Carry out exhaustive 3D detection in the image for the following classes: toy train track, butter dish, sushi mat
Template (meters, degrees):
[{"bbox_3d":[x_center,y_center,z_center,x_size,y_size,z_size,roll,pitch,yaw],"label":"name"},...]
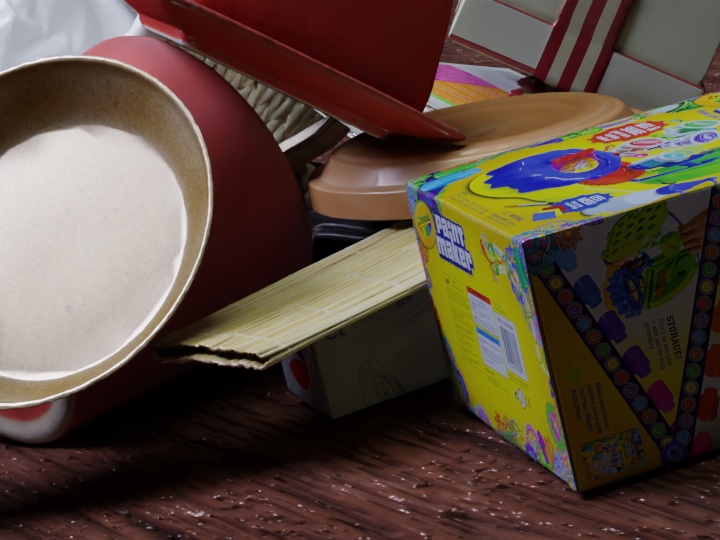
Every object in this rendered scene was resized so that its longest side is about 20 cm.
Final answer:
[{"bbox_3d":[-0.031,-0.037,1.729,0.114,0.033,0.200,-30,-32,23],"label":"toy train track"},{"bbox_3d":[-0.026,-0.171,1.587,0.199,0.148,0.199,24,2,-17],"label":"butter dish"},{"bbox_3d":[-0.005,0.008,1.462,0.200,0.012,0.096,-26,18,-36],"label":"sushi mat"}]

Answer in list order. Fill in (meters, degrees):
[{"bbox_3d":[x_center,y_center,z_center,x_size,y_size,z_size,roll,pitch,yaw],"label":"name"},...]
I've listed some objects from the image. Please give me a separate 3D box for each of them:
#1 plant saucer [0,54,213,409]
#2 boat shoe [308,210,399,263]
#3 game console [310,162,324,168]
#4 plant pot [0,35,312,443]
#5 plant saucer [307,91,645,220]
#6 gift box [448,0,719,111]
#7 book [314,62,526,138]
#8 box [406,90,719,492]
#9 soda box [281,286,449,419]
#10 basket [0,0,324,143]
[{"bbox_3d":[-0.162,-0.015,1.478,0.199,0.201,0.035,-11,-27,17],"label":"plant saucer"},{"bbox_3d":[0.000,0.000,1.655,0.199,0.067,0.057,-3,12,30],"label":"boat shoe"},{"bbox_3d":[-0.069,-0.010,1.887,0.200,0.116,0.176,0,49,50],"label":"game console"},{"bbox_3d":[-0.156,-0.008,1.615,0.200,0.201,0.177,-1,29,47],"label":"plant pot"},{"bbox_3d":[0.067,-0.068,1.602,0.199,0.032,0.200,-10,11,2],"label":"plant saucer"},{"bbox_3d":[0.169,-0.182,1.797,0.199,0.187,0.185,25,14,3],"label":"gift box"},{"bbox_3d":[0.068,-0.101,1.815,0.200,0.048,0.133,1,24,-45],"label":"book"},{"bbox_3d":[0.148,0.002,1.358,0.192,0.122,0.200,-16,13,-12],"label":"box"},{"bbox_3d":[0.054,0.015,1.533,0.199,0.064,0.068,-19,15,-19],"label":"soda box"},{"bbox_3d":[-0.139,-0.121,1.837,0.198,0.161,0.200,-4,45,47],"label":"basket"}]
